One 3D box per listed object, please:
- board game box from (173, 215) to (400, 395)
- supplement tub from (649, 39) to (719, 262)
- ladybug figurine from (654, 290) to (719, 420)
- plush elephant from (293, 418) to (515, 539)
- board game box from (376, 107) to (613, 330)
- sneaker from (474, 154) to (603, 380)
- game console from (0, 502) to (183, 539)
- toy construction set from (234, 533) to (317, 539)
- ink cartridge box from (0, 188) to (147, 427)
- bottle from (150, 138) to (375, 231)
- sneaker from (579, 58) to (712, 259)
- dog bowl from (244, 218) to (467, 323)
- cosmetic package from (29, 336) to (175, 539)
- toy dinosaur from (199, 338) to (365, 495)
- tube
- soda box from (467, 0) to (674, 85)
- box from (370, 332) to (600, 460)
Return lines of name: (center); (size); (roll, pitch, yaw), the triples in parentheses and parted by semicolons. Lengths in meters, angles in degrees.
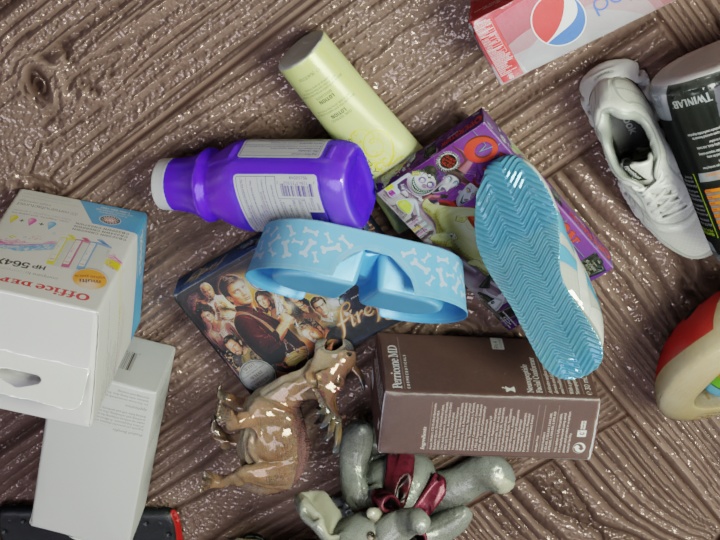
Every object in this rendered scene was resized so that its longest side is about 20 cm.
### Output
board game box: (-0.057, 0.022, 1.505); (0.199, 0.035, 0.136); (-29, 112, 22)
supplement tub: (0.325, -0.086, 1.321); (0.122, 0.123, 0.201); (-19, 104, 18)
ladybug figurine: (0.327, 0.068, 1.431); (0.135, 0.072, 0.200); (-4, 151, -27)
plush elephant: (0.026, 0.235, 1.545); (0.200, 0.155, 0.165); (-38, 108, 25)
board game box: (0.120, -0.041, 1.430); (0.120, 0.032, 0.200); (-35, 120, 20)
sneaker: (0.153, -0.008, 1.395); (0.076, 0.081, 0.202); (-18, 106, 15)
game console: (-0.280, 0.323, 1.717); (0.198, 0.031, 0.179); (-1, 115, 8)
toy construction set: (-0.089, 0.340, 1.659); (0.198, 0.092, 0.133); (1, 96, -2)
ink cartridge box: (-0.278, 0.037, 1.449); (0.127, 0.201, 0.126); (11, 121, 1)
bottle: (-0.088, -0.075, 1.420); (0.198, 0.066, 0.084); (2, 136, 25)
sneaker: (0.249, -0.081, 1.378); (0.075, 0.081, 0.201); (-29, 114, 20)
dog bowl: (0.000, 0.000, 1.401); (0.198, 0.050, 0.111); (11, 166, -13)
cosmetic package: (-0.255, 0.165, 1.586); (0.107, 0.085, 0.201); (16, 121, -1)
toy dinosaur: (-0.075, 0.160, 1.522); (0.134, 0.086, 0.201); (11, 126, -6)
tube: (0.008, -0.119, 1.410); (0.200, 0.052, 0.058); (50, 157, -26)
soda box: (0.187, -0.230, 1.306); (0.199, 0.070, 0.064); (-24, 114, 20)
box: (0.112, 0.114, 1.480); (0.198, 0.100, 0.076); (1, 121, -5)
